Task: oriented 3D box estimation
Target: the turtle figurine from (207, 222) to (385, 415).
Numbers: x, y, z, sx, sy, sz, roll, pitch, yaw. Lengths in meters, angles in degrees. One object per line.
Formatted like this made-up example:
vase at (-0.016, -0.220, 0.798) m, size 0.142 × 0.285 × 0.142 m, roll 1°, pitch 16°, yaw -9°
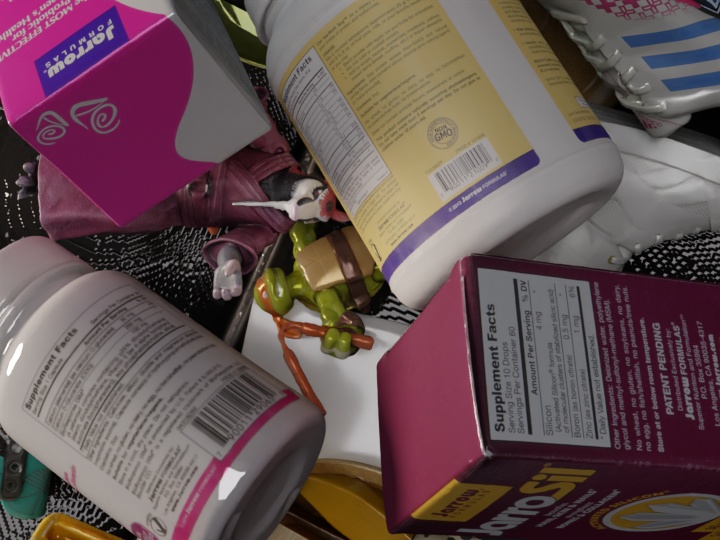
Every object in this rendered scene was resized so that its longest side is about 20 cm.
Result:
turtle figurine at (0.000, 0.000, 0.766) m, size 0.160 × 0.065 × 0.201 m, roll -22°, pitch 47°, yaw -2°

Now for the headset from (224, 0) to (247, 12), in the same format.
headset at (-0.023, -0.230, 0.726) m, size 0.093 × 0.124 × 0.201 m, roll 26°, pitch 51°, yaw 0°

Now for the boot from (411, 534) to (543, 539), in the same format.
boot at (0.130, 0.167, 0.713) m, size 0.203 × 0.073 × 0.154 m, roll 41°, pitch 62°, yaw -4°

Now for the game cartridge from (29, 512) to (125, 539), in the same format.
game cartridge at (-0.122, 0.249, 0.740) m, size 0.175 × 0.033 × 0.201 m, roll 22°, pitch 129°, yaw 7°

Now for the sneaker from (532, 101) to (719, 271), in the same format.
sneaker at (0.179, -0.032, 0.767) m, size 0.198 × 0.074 × 0.116 m, roll 15°, pitch 108°, yaw -3°

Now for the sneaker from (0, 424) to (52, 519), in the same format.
sneaker at (-0.198, 0.095, 0.785) m, size 0.198 × 0.084 × 0.122 m, roll -7°, pitch 87°, yaw 5°

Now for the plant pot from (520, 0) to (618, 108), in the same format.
plant pot at (0.089, -0.168, 0.777) m, size 0.198 × 0.027 × 0.202 m, roll 0°, pitch 91°, yaw -6°

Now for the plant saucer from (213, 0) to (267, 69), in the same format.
plant saucer at (-0.036, -0.228, 0.813) m, size 0.198 × 0.031 × 0.202 m, roll 0°, pitch 88°, yaw 6°

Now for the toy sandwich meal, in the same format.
toy sandwich meal at (-0.024, 0.206, 0.748) m, size 0.203 × 0.070 × 0.207 m, roll 2°, pitch 99°, yaw 13°

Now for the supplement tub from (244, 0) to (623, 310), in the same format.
supplement tub at (0.036, -0.095, 0.678) m, size 0.145 × 0.145 × 0.201 m, roll -32°, pitch 79°, yaw 4°

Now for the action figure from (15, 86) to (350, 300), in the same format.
action figure at (-0.098, -0.047, 0.750) m, size 0.198 × 0.149 × 0.135 m, roll 11°, pitch 82°, yaw 3°

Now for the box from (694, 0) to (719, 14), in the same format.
box at (0.249, -0.219, 0.756) m, size 0.159 × 0.049 × 0.201 m, roll 22°, pitch 89°, yaw -5°

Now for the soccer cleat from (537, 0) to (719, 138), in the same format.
soccer cleat at (0.158, -0.127, 0.695) m, size 0.199 × 0.070 × 0.087 m, roll 22°, pitch 104°, yaw -7°

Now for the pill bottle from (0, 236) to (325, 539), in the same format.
pill bottle at (-0.128, 0.072, 0.684) m, size 0.199 × 0.113 × 0.114 m, roll 33°, pitch 91°, yaw 17°

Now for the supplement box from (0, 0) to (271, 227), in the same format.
supplement box at (-0.139, -0.139, 0.665) m, size 0.101 × 0.103 × 0.201 m, roll -32°, pitch 53°, yaw 7°

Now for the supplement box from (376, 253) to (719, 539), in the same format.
supplement box at (0.123, 0.074, 0.631) m, size 0.198 × 0.131 × 0.104 m, roll 6°, pitch 62°, yaw -17°

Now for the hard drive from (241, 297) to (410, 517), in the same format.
hard drive at (0.015, 0.099, 0.791) m, size 0.198 × 0.027 × 0.133 m, roll 13°, pitch 88°, yaw 6°
